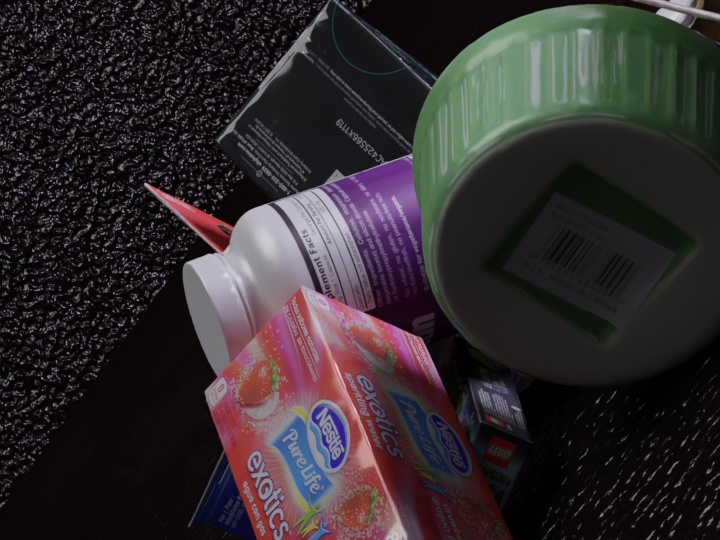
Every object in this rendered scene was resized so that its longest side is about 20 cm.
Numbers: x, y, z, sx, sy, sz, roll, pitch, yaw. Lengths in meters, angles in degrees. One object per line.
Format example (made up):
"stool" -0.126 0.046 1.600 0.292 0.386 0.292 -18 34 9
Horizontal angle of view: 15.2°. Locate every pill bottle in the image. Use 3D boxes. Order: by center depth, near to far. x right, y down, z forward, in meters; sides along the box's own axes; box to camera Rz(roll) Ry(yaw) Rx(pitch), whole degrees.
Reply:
"pill bottle" 0.000 0.000 1.615 0.199 0.113 0.112 -20 2 -15

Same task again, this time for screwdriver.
"screwdriver" 0.203 -0.152 1.624 0.029 0.199 0.028 -38 -46 -44

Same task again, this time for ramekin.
"ramekin" 0.124 -0.034 1.459 0.200 0.200 0.098 -47 19 29

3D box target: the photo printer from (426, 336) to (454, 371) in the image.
"photo printer" 0.000 0.095 1.739 0.167 0.069 0.200 -51 -20 -30

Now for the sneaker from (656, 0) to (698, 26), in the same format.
"sneaker" 0.222 -0.152 1.818 0.200 0.075 0.087 -43 0 16

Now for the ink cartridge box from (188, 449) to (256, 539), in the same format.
"ink cartridge box" -0.045 0.128 1.848 0.100 0.039 0.200 -64 -17 14

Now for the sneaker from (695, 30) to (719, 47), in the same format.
"sneaker" 0.171 -0.086 1.584 0.200 0.076 0.088 -9 -43 -53

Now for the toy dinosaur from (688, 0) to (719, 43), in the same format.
"toy dinosaur" 0.227 -0.160 1.691 0.101 0.058 0.200 -33 -33 -29

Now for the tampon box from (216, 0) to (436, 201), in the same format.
"tampon box" 0.027 -0.067 1.847 0.126 0.150 0.200 -49 -27 6

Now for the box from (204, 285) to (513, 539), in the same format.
"box" 0.002 0.119 1.495 0.095 0.102 0.200 -47 42 23

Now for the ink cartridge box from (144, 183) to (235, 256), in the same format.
"ink cartridge box" -0.036 0.001 1.866 0.045 0.176 0.200 -50 -29 7

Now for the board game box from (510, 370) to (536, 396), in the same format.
"board game box" 0.114 0.009 1.782 0.158 0.039 0.200 -52 11 3

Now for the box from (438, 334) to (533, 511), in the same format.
"box" 0.057 0.115 1.621 0.200 0.035 0.110 -97 31 -76
